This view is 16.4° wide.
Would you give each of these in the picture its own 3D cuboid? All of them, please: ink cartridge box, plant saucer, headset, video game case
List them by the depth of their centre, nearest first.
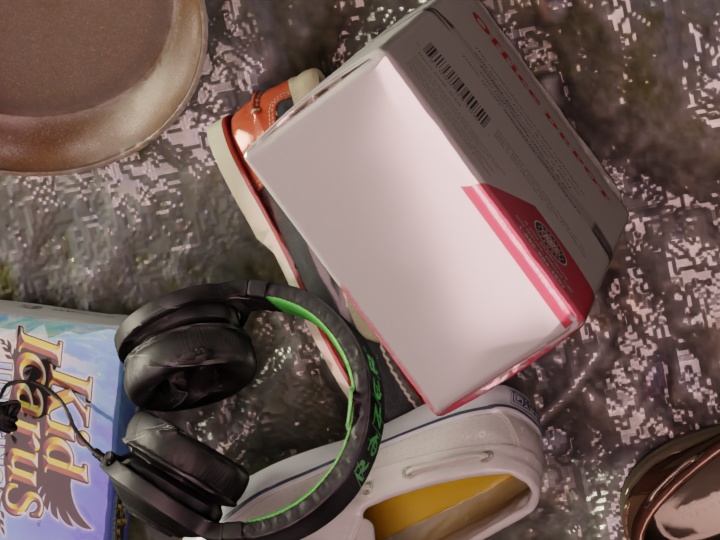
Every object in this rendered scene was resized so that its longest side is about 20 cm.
[{"bbox_3d":[0.041,-0.039,1.120,0.085,0.200,0.146,-35,95,20],"label":"ink cartridge box"},{"bbox_3d":[-0.090,0.063,1.156,0.199,0.094,0.124,-2,72,21],"label":"headset"},{"bbox_3d":[-0.169,-0.131,1.189,0.199,0.032,0.201,4,131,5],"label":"plant saucer"},{"bbox_3d":[-0.208,0.114,1.260,0.181,0.045,0.201,6,95,8],"label":"video game case"}]

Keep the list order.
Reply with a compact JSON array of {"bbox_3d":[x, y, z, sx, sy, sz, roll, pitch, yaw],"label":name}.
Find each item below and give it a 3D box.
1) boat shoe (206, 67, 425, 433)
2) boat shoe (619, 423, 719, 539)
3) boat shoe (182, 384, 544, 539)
[{"bbox_3d":[0.000,0.000,1.208,0.062,0.071,0.200,-29,92,12],"label":"boat shoe"},{"bbox_3d":[0.214,0.089,1.185,0.200,0.072,0.076,-34,95,16],"label":"boat shoe"},{"bbox_3d":[-0.001,0.133,1.175,0.201,0.086,0.075,-25,124,14],"label":"boat shoe"}]
